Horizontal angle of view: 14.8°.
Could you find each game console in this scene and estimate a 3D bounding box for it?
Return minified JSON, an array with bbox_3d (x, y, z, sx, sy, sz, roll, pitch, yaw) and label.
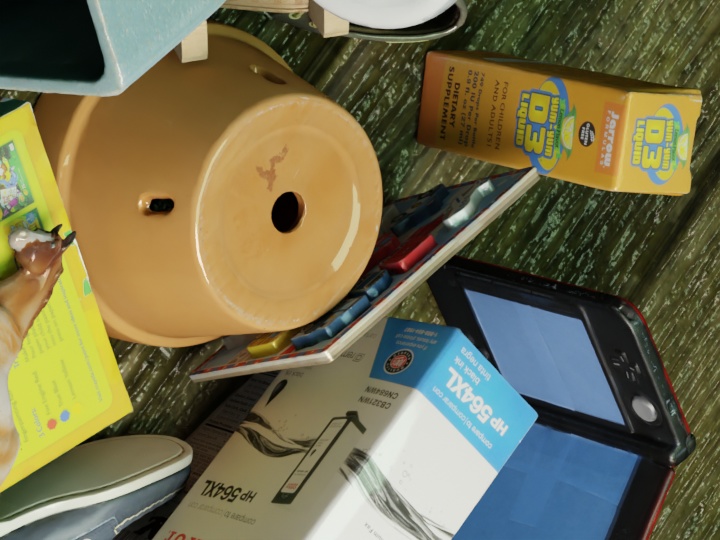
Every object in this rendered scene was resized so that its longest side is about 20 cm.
[{"bbox_3d":[0.100,0.100,1.762,0.119,0.200,0.173,-41,122,-26],"label":"game console"}]

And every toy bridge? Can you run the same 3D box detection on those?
[{"bbox_3d":[-0.104,-0.147,1.598,0.199,0.067,0.027,-10,124,-17],"label":"toy bridge"}]

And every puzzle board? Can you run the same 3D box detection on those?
[{"bbox_3d":[0.000,0.000,1.681,0.200,0.150,0.017,-40,107,-33],"label":"puzzle board"}]

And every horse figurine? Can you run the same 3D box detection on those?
[{"bbox_3d":[-0.219,0.070,1.492,0.132,0.050,0.201,6,88,-57],"label":"horse figurine"}]

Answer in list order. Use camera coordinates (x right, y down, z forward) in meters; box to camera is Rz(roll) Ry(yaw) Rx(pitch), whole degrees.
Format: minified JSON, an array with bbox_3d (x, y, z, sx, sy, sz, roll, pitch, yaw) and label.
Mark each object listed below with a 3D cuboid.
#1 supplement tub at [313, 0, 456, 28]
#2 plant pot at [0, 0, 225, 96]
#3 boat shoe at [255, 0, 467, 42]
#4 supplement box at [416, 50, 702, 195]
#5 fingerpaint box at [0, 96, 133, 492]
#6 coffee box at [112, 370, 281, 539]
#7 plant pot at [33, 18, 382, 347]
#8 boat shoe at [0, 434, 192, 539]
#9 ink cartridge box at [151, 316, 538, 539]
[{"bbox_3d":[0.033,-0.224,1.607,0.200,0.122,0.123,-54,138,-63],"label":"supplement tub"},{"bbox_3d":[-0.157,-0.227,1.497,0.200,0.196,0.197,-37,122,-41],"label":"plant pot"},{"bbox_3d":[-0.021,-0.178,1.682,0.201,0.060,0.072,3,125,-39],"label":"boat shoe"},{"bbox_3d":[0.122,-0.094,1.735,0.069,0.200,0.067,1,99,-39],"label":"supplement box"},{"bbox_3d":[-0.238,0.025,1.555,0.167,0.073,0.201,-32,118,-30],"label":"fingerpaint box"},{"bbox_3d":[-0.064,0.152,1.719,0.200,0.080,0.113,-45,121,-23],"label":"coffee box"},{"bbox_3d":[-0.082,-0.044,1.623,0.199,0.140,0.201,-11,108,-37],"label":"plant pot"},{"bbox_3d":[-0.183,0.155,1.628,0.200,0.075,0.062,-25,113,-31],"label":"boat shoe"},{"bbox_3d":[-0.015,0.128,1.610,0.084,0.146,0.200,48,68,-28],"label":"ink cartridge box"}]
